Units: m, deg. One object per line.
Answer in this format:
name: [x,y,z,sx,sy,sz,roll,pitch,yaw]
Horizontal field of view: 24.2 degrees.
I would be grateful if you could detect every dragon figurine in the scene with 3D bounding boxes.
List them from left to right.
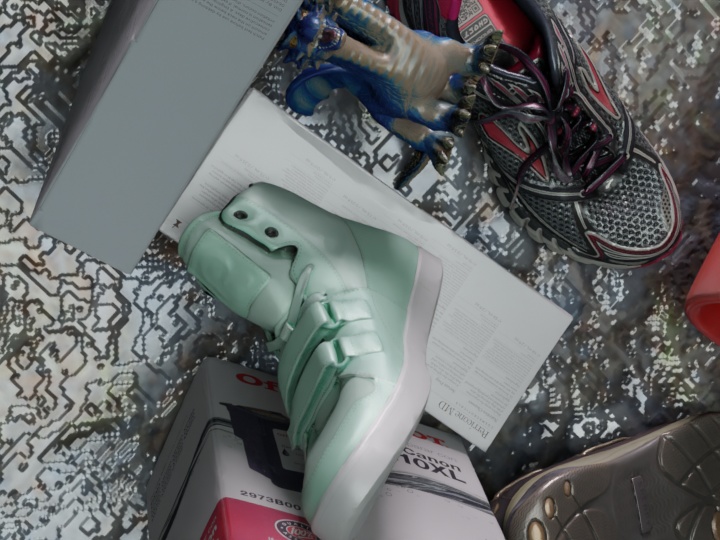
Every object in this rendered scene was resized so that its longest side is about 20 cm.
dragon figurine: [0.004,-0.091,0.760,0.099,0.200,0.059,23,83,0]

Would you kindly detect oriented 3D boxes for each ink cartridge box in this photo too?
ink cartridge box: [-0.014,0.130,0.756,0.144,0.200,0.085,19,106,-15]

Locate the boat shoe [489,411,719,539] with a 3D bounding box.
boat shoe: [0.140,0.114,0.868,0.199,0.073,0.075,-5,89,-34]

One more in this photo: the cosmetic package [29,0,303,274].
cosmetic package: [-0.069,-0.115,0.700,0.052,0.200,0.151,29,121,-16]

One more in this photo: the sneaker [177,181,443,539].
sneaker: [-0.033,0.033,0.713,0.118,0.201,0.074,25,118,-7]

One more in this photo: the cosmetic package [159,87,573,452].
cosmetic package: [0.000,0.000,0.830,0.200,0.051,0.083,35,85,-14]

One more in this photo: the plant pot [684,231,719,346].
plant pot: [0.282,-0.029,0.836,0.200,0.200,0.178,23,80,-15]

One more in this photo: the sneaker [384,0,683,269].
sneaker: [0.089,-0.076,0.831,0.081,0.075,0.200,-45,105,-5]
